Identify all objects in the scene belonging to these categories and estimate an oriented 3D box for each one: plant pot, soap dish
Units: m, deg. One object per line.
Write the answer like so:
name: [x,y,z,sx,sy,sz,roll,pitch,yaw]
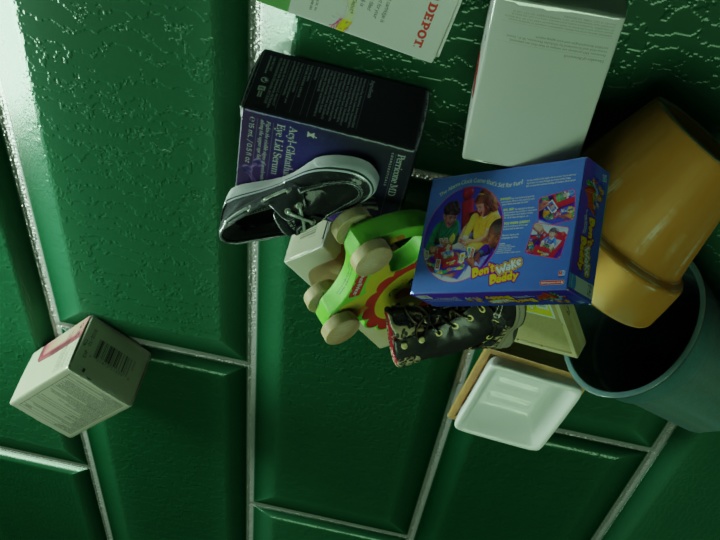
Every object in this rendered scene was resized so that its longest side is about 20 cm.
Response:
plant pot: [0.297,-0.074,1.051,0.199,0.201,0.184,30,118,-20]
plant pot: [0.392,0.100,1.239,0.195,0.202,0.199,31,139,-33]
soap dish: [0.228,0.173,1.446,0.156,0.082,0.201,16,141,-3]

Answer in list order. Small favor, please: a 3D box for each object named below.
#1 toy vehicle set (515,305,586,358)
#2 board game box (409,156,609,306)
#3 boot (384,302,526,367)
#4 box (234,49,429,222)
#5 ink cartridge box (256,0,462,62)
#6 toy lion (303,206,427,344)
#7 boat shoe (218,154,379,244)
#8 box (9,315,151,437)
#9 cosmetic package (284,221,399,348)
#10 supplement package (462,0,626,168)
toy vehicle set: [0.190,0.023,1.185,0.124,0.027,0.201,15,148,36]
board game box: [0.149,-0.035,1.011,0.199,0.136,0.045,-3,160,46]
boot: [0.105,0.048,1.130,0.149,0.074,0.200,-12,156,-4]
box: [-0.034,-0.143,1.127,0.198,0.105,0.149,13,141,1]
ink cartridge box: [0.006,-0.305,0.937,0.198,0.084,0.145,18,141,-5]
toy lion: [0.040,0.003,1.162,0.190,0.069,0.201,-14,146,-30]
boat shoe: [-0.072,-0.070,1.087,0.198,0.068,0.072,-10,136,26]
box: [-0.461,0.178,1.631,0.128,0.110,0.199,38,136,-27]
cosmetic package: [0.000,0.000,1.289,0.071,0.106,0.200,-20,132,36]
supplement package: [0.176,-0.210,0.971,0.119,0.122,0.201,10,140,3]
